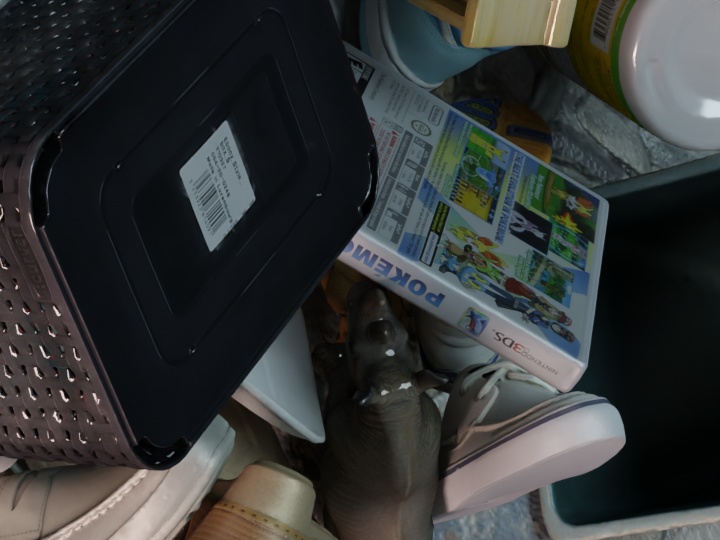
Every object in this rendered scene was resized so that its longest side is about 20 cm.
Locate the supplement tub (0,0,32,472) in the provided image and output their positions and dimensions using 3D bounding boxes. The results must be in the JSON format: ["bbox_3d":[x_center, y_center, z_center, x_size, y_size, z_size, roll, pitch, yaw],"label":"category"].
[{"bbox_3d":[-0.199,-0.022,0.791,0.144,0.144,0.201,5,86,-42],"label":"supplement tub"}]

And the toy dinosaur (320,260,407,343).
[{"bbox_3d":[0.000,0.000,1.003,0.200,0.060,0.106,67,9,-45],"label":"toy dinosaur"}]

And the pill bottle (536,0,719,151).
[{"bbox_3d":[0.161,-0.149,1.139,0.111,0.200,0.111,-7,113,-17],"label":"pill bottle"}]

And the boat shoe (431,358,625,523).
[{"bbox_3d":[0.067,0.079,1.001,0.071,0.200,0.070,-11,78,-20],"label":"boat shoe"}]

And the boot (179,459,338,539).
[{"bbox_3d":[-0.068,0.170,0.813,0.072,0.200,0.167,23,74,5],"label":"boot"}]

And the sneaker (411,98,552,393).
[{"bbox_3d":[0.059,-0.016,1.112,0.200,0.075,0.088,-71,169,-48],"label":"sneaker"}]

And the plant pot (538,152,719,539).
[{"bbox_3d":[0.227,0.046,1.166,0.200,0.195,0.197,4,75,-53],"label":"plant pot"}]

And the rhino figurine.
[{"bbox_3d":[0.009,0.076,0.960,0.060,0.200,0.088,-9,51,-10],"label":"rhino figurine"}]

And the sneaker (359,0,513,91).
[{"bbox_3d":[0.069,-0.203,1.117,0.079,0.130,0.201,17,67,-46],"label":"sneaker"}]

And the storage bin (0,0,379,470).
[{"bbox_3d":[-0.086,-0.033,0.750,0.200,0.094,0.135,-54,135,-45],"label":"storage bin"}]

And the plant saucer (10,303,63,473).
[{"bbox_3d":[-0.190,0.011,0.899,0.200,0.019,0.070,52,50,-20],"label":"plant saucer"}]

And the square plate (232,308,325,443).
[{"bbox_3d":[-0.094,-0.033,0.925,0.200,0.028,0.198,40,29,-47],"label":"square plate"}]

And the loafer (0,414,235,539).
[{"bbox_3d":[-0.133,0.111,0.806,0.070,0.200,0.070,48,22,-8],"label":"loafer"}]

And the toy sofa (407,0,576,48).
[{"bbox_3d":[0.041,-0.186,1.038,0.097,0.200,0.083,-7,119,-38],"label":"toy sofa"}]

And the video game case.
[{"bbox_3d":[0.037,-0.036,0.985,0.182,0.022,0.200,31,25,-4],"label":"video game case"}]

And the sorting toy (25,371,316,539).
[{"bbox_3d":[-0.083,0.117,0.930,0.185,0.036,0.200,-37,109,-62],"label":"sorting toy"}]
